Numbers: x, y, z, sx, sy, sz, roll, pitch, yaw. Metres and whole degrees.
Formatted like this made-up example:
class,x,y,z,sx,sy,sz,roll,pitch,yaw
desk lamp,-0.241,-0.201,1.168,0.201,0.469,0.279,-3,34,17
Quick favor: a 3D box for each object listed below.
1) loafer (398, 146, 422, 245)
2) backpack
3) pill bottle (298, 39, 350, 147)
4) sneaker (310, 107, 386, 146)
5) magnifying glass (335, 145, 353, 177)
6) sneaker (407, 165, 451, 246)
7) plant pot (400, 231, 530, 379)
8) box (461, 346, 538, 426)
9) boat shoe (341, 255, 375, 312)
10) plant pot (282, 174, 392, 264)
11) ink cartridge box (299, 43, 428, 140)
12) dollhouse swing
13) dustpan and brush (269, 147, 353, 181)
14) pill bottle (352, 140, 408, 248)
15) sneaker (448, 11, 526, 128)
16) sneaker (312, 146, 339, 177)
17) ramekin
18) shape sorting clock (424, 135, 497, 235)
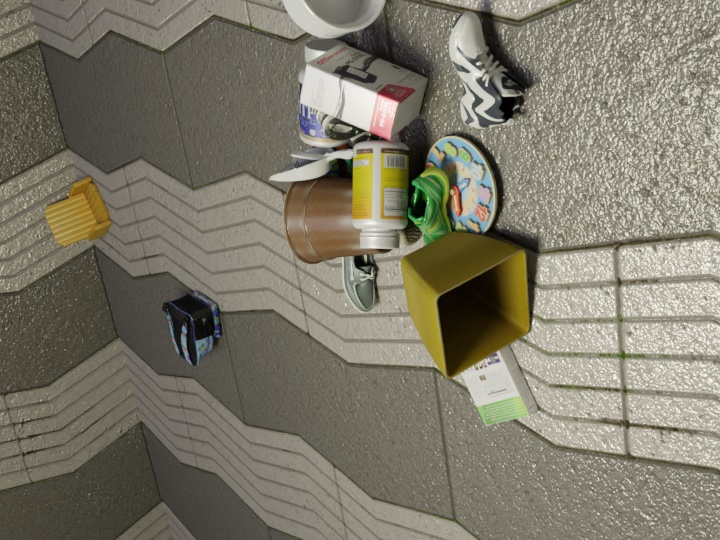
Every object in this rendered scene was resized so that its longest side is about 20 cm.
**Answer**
class,x,y,z,sx,sy,sz,roll,pitch,yaw
loafer,0.091,-0.152,1.710,0.068,0.075,0.203,15,111,50
backpack,-0.533,0.194,2.698,0.182,0.134,0.202,23,125,46
pill bottle,-0.071,-0.373,1.761,0.119,0.119,0.202,31,131,41
sneaker,-0.024,-0.310,1.689,0.076,0.200,0.116,-46,60,23
magnifying glass,-0.020,-0.248,1.849,0.200,0.022,0.080,50,143,25
sneaker,0.127,-0.104,1.619,0.074,0.083,0.202,36,143,48
plant pot,0.181,0.041,1.572,0.176,0.198,0.202,42,152,47
box,0.264,0.209,1.705,0.144,0.036,0.202,-29,83,56
boat shoe,0.000,0.000,1.916,0.062,0.072,0.203,0,103,57
plant pot,-0.027,-0.112,1.781,0.196,0.200,0.203,2,111,34
ink cartridge box,0.006,-0.342,1.591,0.198,0.145,0.085,25,128,15
dollhouse swing,-1.079,-0.215,3.181,0.181,0.175,0.202,-35,79,55
dustpan and brush,-0.085,-0.233,1.768,0.198,0.140,0.058,9,124,28
pill bottle,0.038,-0.144,1.617,0.109,0.108,0.203,3,92,53
sneaker,0.224,-0.334,1.416,0.129,0.079,0.202,19,123,46
sneaker,-0.079,-0.200,1.930,0.083,0.070,0.202,-123,24,-57
ramekin,-0.056,-0.540,1.585,0.097,0.199,0.203,-5,105,62
shape sorting clock,0.187,-0.156,1.601,0.199,0.039,0.202,30,131,42
